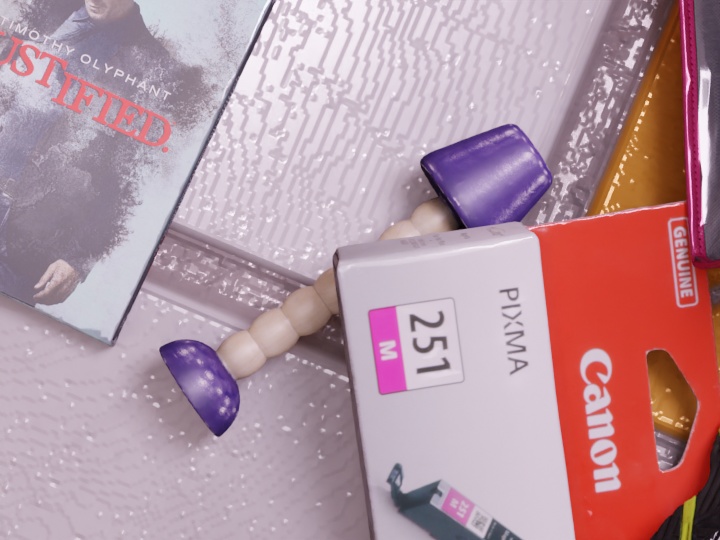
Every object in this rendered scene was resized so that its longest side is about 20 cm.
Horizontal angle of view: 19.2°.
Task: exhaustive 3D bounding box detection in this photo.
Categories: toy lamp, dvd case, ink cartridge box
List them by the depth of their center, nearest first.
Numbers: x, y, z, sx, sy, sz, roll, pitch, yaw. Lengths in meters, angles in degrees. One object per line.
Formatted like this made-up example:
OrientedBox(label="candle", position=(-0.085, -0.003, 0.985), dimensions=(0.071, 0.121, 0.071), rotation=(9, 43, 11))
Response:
OrientedBox(label="ink cartridge box", position=(0.086, 0.077, 0.976), dimensions=(0.173, 0.044, 0.200), rotation=(-8, 100, -3))
OrientedBox(label="toy lamp", position=(0.000, 0.000, 1.003), dimensions=(0.200, 0.058, 0.058), rotation=(-34, 86, -2))
OrientedBox(label="dvd case", position=(-0.142, -0.083, 1.030), dimensions=(0.146, 0.022, 0.200), rotation=(26, 86, 3))

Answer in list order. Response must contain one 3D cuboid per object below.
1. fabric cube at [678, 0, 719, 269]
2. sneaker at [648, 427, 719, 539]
OrientedBox(label="fabric cube", position=(0.267, -0.104, 0.915), dimensions=(0.199, 0.200, 0.197), rotation=(0, 85, -15))
OrientedBox(label="sneaker", position=(0.181, 0.133, 0.967), dimensions=(0.076, 0.075, 0.200), rotation=(42, 77, -22))
